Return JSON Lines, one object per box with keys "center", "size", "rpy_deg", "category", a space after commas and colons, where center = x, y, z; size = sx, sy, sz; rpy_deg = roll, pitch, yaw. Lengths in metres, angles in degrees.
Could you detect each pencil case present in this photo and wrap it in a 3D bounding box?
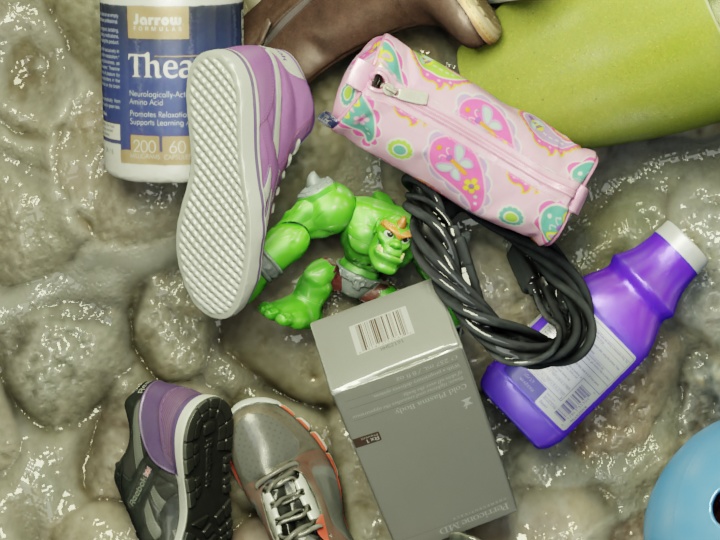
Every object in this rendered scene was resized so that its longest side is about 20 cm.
{"center": [0.073, -0.096, 1.490], "size": [0.199, 0.087, 0.088], "rpy_deg": [30, 92, -9], "category": "pencil case"}

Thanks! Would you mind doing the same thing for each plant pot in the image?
{"center": [0.181, -0.170, 1.550], "size": [0.199, 0.187, 0.188], "rpy_deg": [-23, 92, 18], "category": "plant pot"}

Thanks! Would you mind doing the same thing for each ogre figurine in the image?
{"center": [0.000, 0.000, 1.584], "size": [0.199, 0.098, 0.121], "rpy_deg": [23, 97, 2], "category": "ogre figurine"}

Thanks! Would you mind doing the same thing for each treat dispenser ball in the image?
{"center": [0.314, 0.205, 1.538], "size": [0.199, 0.201, 0.202], "rpy_deg": [0, 92, 1], "category": "treat dispenser ball"}

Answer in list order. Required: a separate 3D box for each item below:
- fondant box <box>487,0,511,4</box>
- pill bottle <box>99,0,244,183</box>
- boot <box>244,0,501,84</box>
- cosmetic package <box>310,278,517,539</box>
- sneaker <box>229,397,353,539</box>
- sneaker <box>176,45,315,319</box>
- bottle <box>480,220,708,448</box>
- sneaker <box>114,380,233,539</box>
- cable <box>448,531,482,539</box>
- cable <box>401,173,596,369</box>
{"center": [0.138, -0.268, 1.519], "size": [0.144, 0.200, 0.058], "rpy_deg": [-43, 96, 2], "category": "fondant box"}
{"center": [-0.144, -0.173, 1.558], "size": [0.110, 0.111, 0.202], "rpy_deg": [0, 102, 1], "category": "pill bottle"}
{"center": [0.002, -0.185, 1.558], "size": [0.166, 0.072, 0.200], "rpy_deg": [-46, 53, 6], "category": "boot"}
{"center": [0.042, 0.113, 1.543], "size": [0.106, 0.090, 0.201], "rpy_deg": [-22, 130, 2], "category": "cosmetic package"}
{"center": [-0.044, 0.191, 1.600], "size": [0.077, 0.082, 0.201], "rpy_deg": [-29, 92, 2], "category": "sneaker"}
{"center": [-0.075, -0.067, 1.524], "size": [0.072, 0.114, 0.202], "rpy_deg": [14, 106, 31], "category": "sneaker"}
{"center": [0.187, 0.047, 1.600], "size": [0.084, 0.065, 0.200], "rpy_deg": [44, 92, -2], "category": "bottle"}
{"center": [-0.153, 0.184, 1.619], "size": [0.087, 0.076, 0.201], "rpy_deg": [16, 106, 33], "category": "sneaker"}
{"center": [0.156, 0.249, 1.596], "size": [0.199, 0.097, 0.051], "rpy_deg": [31, 77, -3], "category": "cable"}
{"center": [0.103, -0.006, 1.529], "size": [0.163, 0.201, 0.051], "rpy_deg": [29, 121, -30], "category": "cable"}
